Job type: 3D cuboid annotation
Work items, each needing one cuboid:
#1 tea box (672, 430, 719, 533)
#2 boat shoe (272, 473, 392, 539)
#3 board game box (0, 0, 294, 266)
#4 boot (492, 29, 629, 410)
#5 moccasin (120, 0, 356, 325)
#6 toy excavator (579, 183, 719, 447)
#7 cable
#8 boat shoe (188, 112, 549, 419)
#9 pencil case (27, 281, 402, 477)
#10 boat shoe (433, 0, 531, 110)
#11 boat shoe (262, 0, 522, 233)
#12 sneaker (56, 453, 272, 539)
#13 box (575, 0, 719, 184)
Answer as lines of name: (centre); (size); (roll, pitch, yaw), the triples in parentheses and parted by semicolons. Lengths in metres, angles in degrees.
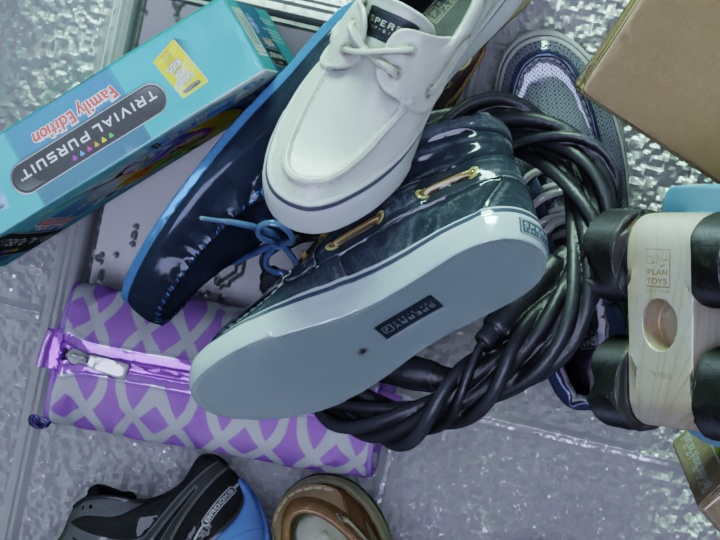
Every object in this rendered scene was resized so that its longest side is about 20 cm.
tea box: (0.302, 0.113, 1.514); (0.197, 0.134, 0.200); (-43, 98, 9)
boat shoe: (0.008, 0.205, 1.552); (0.075, 0.074, 0.201); (-31, 88, 9)
board game box: (-0.132, -0.069, 1.524); (0.199, 0.151, 0.047); (-32, 88, 7)
boot: (0.113, -0.028, 1.542); (0.072, 0.090, 0.201); (-12, 95, 5)
moccasin: (-0.040, -0.046, 1.480); (0.068, 0.080, 0.200); (40, 93, 6)
toy excavator: (0.215, -0.012, 1.470); (0.199, 0.100, 0.196); (-3, 94, -39)
cable: (0.047, -0.002, 1.491); (0.199, 0.051, 0.164); (-29, 56, 10)
boat shoe: (0.000, 0.000, 1.458); (0.199, 0.091, 0.071); (-26, 138, 17)
pencil case: (-0.076, 0.058, 1.568); (0.198, 0.086, 0.085); (9, 80, 1)
boat shoe: (0.031, -0.118, 1.541); (0.072, 0.072, 0.200); (42, 99, 12)
boat shoe: (0.018, -0.107, 1.424); (0.072, 0.066, 0.200); (33, 68, 23)
sneaker: (-0.143, 0.164, 1.601); (0.199, 0.071, 0.083); (-28, 67, 11)
box: (0.239, -0.111, 1.540); (0.199, 0.021, 0.164); (32, 98, -10)
